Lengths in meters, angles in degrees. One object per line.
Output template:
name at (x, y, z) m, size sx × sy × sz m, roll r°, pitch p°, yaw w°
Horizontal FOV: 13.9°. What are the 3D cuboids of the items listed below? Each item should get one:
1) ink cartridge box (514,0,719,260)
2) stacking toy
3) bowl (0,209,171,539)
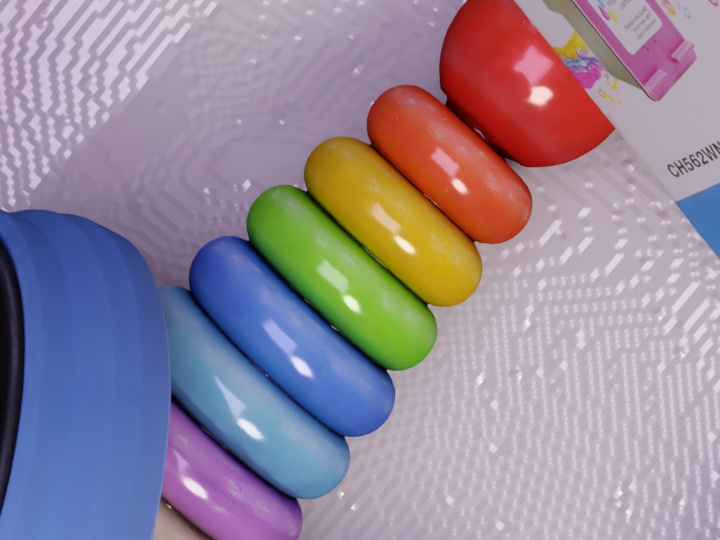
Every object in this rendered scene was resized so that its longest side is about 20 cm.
ink cartridge box at (0.101, -0.097, 0.731) m, size 0.085 × 0.145 × 0.200 m, roll -40°, pitch 94°, yaw -25°
stacking toy at (0.000, 0.000, 0.809) m, size 0.085 × 0.085 × 0.200 m, roll 44°, pitch 93°, yaw 6°
bowl at (-0.118, 0.076, 0.774) m, size 0.039 × 0.201 × 0.201 m, roll 22°, pitch 96°, yaw -28°
